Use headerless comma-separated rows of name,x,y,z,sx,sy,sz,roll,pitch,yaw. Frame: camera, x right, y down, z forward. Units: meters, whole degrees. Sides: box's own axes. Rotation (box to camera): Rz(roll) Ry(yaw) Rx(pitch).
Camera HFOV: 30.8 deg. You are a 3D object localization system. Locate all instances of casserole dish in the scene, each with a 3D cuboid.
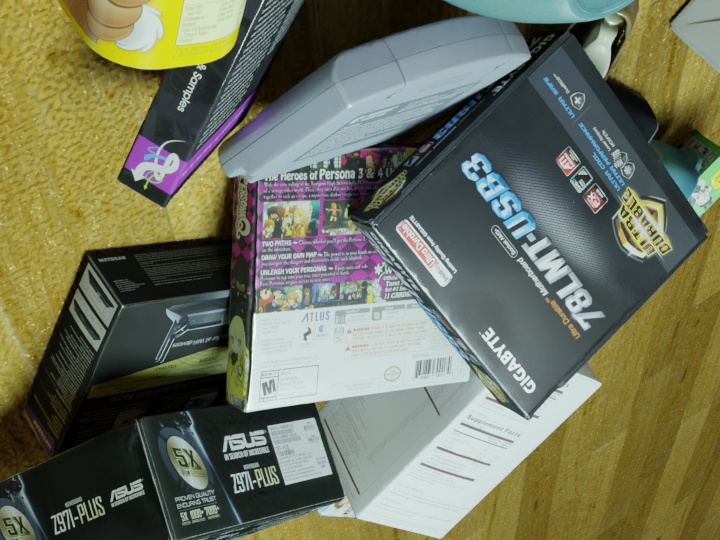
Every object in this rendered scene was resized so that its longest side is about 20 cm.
casserole dish,0.223,-0.044,1.182,0.200,0.039,0.121,-48,-165,18

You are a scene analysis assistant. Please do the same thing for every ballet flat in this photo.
ballet flat,0.153,-0.130,0.994,0.068,0.072,0.200,23,122,-11

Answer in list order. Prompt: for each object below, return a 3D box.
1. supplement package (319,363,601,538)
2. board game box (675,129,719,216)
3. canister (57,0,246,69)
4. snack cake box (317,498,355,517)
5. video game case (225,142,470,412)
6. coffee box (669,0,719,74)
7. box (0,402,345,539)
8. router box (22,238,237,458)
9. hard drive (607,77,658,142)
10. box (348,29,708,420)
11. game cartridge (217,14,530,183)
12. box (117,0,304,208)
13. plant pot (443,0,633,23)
supplement package,0.076,0.109,1.074,0.109,0.114,0.200,23,119,-42
board game box,0.264,-0.042,1.225,0.200,0.029,0.135,-47,-171,12
canister,-0.087,-0.204,0.549,0.086,0.149,0.200,-13,143,-30
snack cake box,0.037,0.148,1.258,0.200,0.067,0.115,-48,151,15
video game case,0.000,0.000,0.930,0.200,0.036,0.182,-5,104,-35
coffee box,0.364,-0.204,1.140,0.114,0.080,0.200,-49,150,15
box,-0.137,0.160,0.937,0.164,0.086,0.200,-26,166,31
router box,-0.127,0.052,0.951,0.200,0.052,0.157,-8,138,-44
hard drive,0.167,-0.075,1.127,0.200,0.042,0.135,-51,149,18
box,0.124,-0.032,0.930,0.198,0.050,0.200,-44,113,-12
game cartridge,0.017,-0.113,0.827,0.133,0.041,0.200,-25,179,41
box,-0.058,-0.145,0.706,0.200,0.036,0.143,-58,-178,29
plant pot,0.114,-0.224,0.768,0.200,0.135,0.200,-29,150,-19
